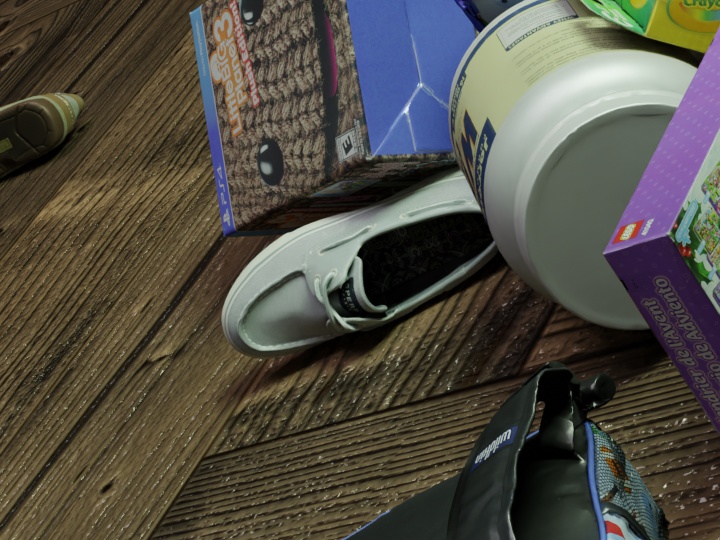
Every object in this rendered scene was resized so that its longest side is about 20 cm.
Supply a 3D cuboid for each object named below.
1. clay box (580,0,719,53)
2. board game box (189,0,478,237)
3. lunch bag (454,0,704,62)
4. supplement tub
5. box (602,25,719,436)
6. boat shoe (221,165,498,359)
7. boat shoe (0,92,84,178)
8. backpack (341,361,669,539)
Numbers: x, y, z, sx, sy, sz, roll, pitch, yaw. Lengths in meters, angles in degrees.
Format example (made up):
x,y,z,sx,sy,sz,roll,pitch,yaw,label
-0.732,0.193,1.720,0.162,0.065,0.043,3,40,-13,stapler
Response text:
x,y,z,sx,sy,sz,roll,pitch,yaw,label
0.211,-0.141,1.305,0.115,0.200,0.048,-114,41,-69,clay box
-0.015,-0.122,1.560,0.097,0.160,0.200,-4,-11,-30,board game box
0.164,-0.181,1.442,0.200,0.170,0.124,-34,47,8,lunch bag
0.131,-0.061,1.309,0.145,0.145,0.200,-34,21,6,supplement tub
0.191,-0.020,1.140,0.039,0.137,0.200,-18,27,38,box
0.001,0.001,1.481,0.201,0.070,0.072,-28,17,12,boat shoe
-0.341,-0.122,2.293,0.200,0.072,0.076,-12,16,33,boat shoe
0.048,0.164,0.955,0.200,0.154,0.191,-37,12,15,backpack
